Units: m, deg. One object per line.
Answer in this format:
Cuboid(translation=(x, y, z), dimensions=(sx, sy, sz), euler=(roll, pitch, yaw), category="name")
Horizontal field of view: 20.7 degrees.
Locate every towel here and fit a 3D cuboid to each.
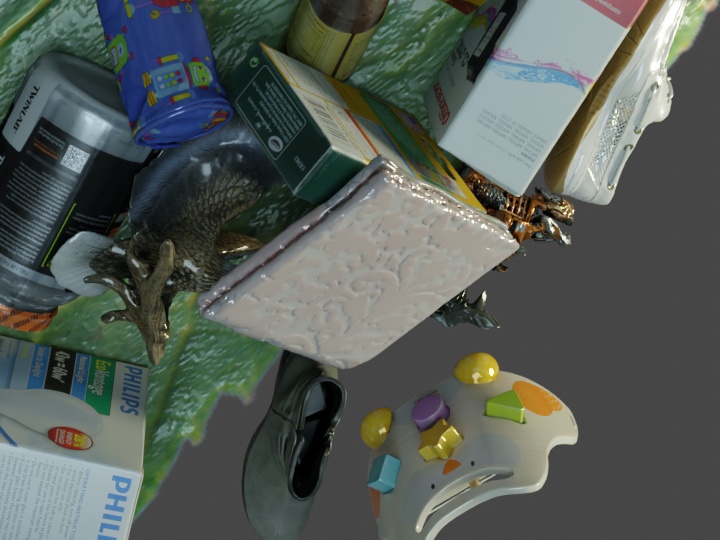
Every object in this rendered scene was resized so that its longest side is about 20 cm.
Cuboid(translation=(0.000, 0.000, 1.514), dimensions=(0.190, 0.032, 0.199), euler=(-37, 148, 20), category="towel")

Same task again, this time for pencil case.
Cuboid(translation=(-0.163, -0.188, 1.501), dimensions=(0.077, 0.202, 0.087), euler=(-7, 159, -38), category="pencil case")

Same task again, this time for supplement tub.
Cuboid(translation=(-0.246, -0.060, 1.569), dimensions=(0.122, 0.123, 0.201), euler=(27, 105, -13), category="supplement tub")

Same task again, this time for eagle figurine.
Cuboid(translation=(-0.129, -0.022, 1.553), dimensions=(0.151, 0.201, 0.151), euler=(-23, 116, 38), category="eagle figurine")

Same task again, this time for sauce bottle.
Cuboid(translation=(-0.010, -0.205, 1.503), dimensions=(0.064, 0.200, 0.065), euler=(5, 69, -14), category="sauce bottle")

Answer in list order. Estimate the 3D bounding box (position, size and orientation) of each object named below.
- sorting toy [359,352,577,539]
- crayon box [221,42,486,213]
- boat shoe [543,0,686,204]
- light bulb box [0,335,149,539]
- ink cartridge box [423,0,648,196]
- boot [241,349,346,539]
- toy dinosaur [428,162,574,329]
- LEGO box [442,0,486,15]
Cuboid(translation=(0.084, 0.169, 1.648), dimensions=(0.199, 0.180, 0.107), euler=(-31, 110, 7), category="sorting toy")
Cuboid(translation=(-0.003, -0.091, 1.530), dimensions=(0.052, 0.126, 0.199), euler=(-48, 143, 19), category="crayon box")
Cuboid(translation=(0.221, -0.146, 1.608), dimensions=(0.069, 0.071, 0.201), euler=(20, 111, -18), category="boat shoe")
Cuboid(translation=(-0.280, 0.152, 1.603), dimensions=(0.198, 0.199, 0.126), euler=(13, 111, -10), category="light bulb box")
Cuboid(translation=(0.137, -0.178, 1.544), dimensions=(0.082, 0.146, 0.201), euler=(29, 105, -13), category="ink cartridge box")
Cuboid(translation=(-0.058, 0.161, 1.660), dimensions=(0.067, 0.131, 0.202), euler=(10, 109, -8), category="boot")
Cuboid(translation=(0.075, -0.025, 1.640), dimensions=(0.198, 0.102, 0.137), euler=(3, 95, 14), category="toy dinosaur")
Cuboid(translation=(0.040, -0.312, 1.490), dimensions=(0.199, 0.077, 0.150), euler=(28, 71, -14), category="LEGO box")
